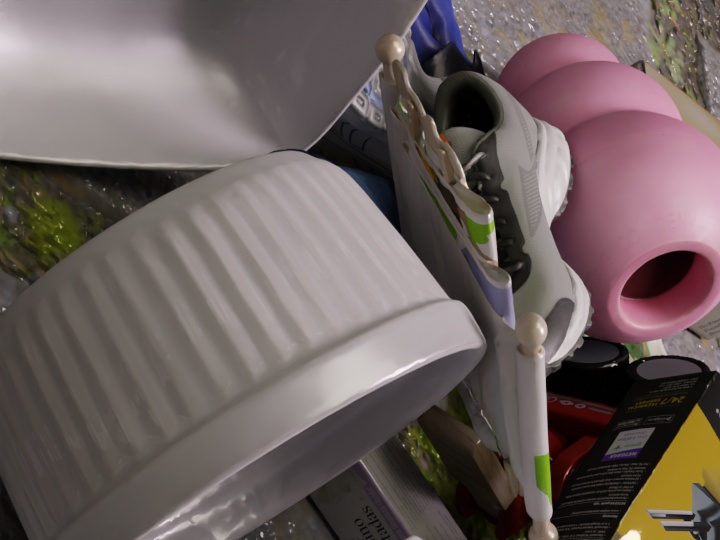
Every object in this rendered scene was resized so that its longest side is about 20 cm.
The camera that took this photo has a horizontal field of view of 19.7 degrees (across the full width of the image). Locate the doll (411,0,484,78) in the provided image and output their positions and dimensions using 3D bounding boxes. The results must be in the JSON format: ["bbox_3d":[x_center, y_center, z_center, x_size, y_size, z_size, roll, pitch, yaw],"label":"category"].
[{"bbox_3d":[0.050,-0.102,1.202,0.136,0.048,0.202,0,72,-64],"label":"doll"}]

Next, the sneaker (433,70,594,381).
[{"bbox_3d":[0.060,-0.017,1.000,0.079,0.074,0.201,44,28,-33],"label":"sneaker"}]

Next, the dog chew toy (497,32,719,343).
[{"bbox_3d":[0.131,-0.055,1.136,0.124,0.124,0.201,31,25,-38],"label":"dog chew toy"}]

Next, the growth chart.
[{"bbox_3d":[0.042,0.002,0.886,0.201,0.018,0.146,-114,-166,-44],"label":"growth chart"}]

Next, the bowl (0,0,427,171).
[{"bbox_3d":[-0.076,-0.131,0.898,0.198,0.200,0.075,0,56,-33],"label":"bowl"}]

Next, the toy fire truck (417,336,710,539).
[{"bbox_3d":[0.122,0.103,1.031,0.199,0.175,0.130,-25,120,-48],"label":"toy fire truck"}]

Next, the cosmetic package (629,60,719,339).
[{"bbox_3d":[0.200,-0.040,1.314,0.199,0.105,0.072,29,45,-38],"label":"cosmetic package"}]

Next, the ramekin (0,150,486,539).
[{"bbox_3d":[-0.059,0.040,0.824,0.106,0.200,0.200,57,32,10],"label":"ramekin"}]

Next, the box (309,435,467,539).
[{"bbox_3d":[-0.012,0.081,0.994,0.201,0.039,0.041,56,34,-10],"label":"box"}]

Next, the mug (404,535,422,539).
[{"bbox_3d":[0.014,0.236,0.807,0.175,0.200,0.148,44,-12,9],"label":"mug"}]

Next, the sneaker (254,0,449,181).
[{"bbox_3d":[-0.004,-0.089,1.070,0.200,0.086,0.075,43,53,-48],"label":"sneaker"}]

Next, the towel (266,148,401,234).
[{"bbox_3d":[0.000,0.000,1.011,0.112,0.048,0.200,62,13,10],"label":"towel"}]

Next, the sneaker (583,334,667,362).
[{"bbox_3d":[0.132,0.056,1.197,0.088,0.077,0.202,13,50,-34],"label":"sneaker"}]

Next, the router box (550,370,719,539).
[{"bbox_3d":[0.153,0.172,0.923,0.201,0.052,0.157,56,50,-20],"label":"router box"}]
